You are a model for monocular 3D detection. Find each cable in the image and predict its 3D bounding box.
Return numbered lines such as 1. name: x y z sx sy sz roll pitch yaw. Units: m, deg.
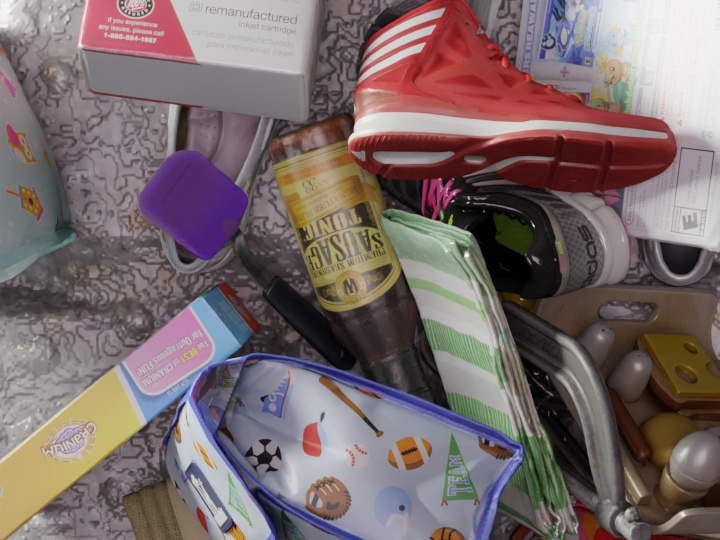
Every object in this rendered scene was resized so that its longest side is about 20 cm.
1. cable: 0.105 0.072 1.680 0.097 0.050 0.200 -37 67 8

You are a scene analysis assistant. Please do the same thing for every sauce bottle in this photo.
1. sauce bottle: 0.000 0.000 1.694 0.066 0.066 0.201 -21 90 3

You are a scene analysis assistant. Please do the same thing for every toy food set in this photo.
1. toy food set: 0.208 0.084 1.621 0.143 0.200 0.061 2 133 -32

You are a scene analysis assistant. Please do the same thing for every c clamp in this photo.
1. c clamp: 0.125 0.110 1.592 0.027 0.200 0.171 -19 115 -14

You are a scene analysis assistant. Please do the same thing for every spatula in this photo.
1. spatula: -0.064 0.000 1.681 0.200 0.021 0.057 47 66 -32

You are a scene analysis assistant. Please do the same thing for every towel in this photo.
1. towel: 0.070 0.063 1.618 0.023 0.153 0.201 -23 103 -14

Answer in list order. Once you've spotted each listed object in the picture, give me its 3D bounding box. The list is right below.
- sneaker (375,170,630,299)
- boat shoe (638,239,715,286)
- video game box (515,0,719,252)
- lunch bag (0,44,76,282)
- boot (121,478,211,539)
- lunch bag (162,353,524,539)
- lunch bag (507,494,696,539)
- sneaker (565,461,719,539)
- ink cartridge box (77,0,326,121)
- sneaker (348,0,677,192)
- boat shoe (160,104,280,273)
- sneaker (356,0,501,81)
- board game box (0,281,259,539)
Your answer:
1. sneaker: 0.072 -0.038 1.645 0.200 0.087 0.074 32 127 33
2. boat shoe: 0.217 -0.089 1.684 0.073 0.065 0.201 0 94 2
3. video game box: 0.177 -0.119 1.643 0.182 0.047 0.201 11 95 40
4. lunch bag: -0.263 -0.069 1.636 0.122 0.200 0.171 -24 93 3
5. boot: -0.052 0.203 1.704 0.155 0.073 0.201 -27 88 -1
6. lunch bag: -0.023 0.130 1.590 0.199 0.170 0.124 25 70 -3
7. lunch bag: 0.171 0.235 1.667 0.199 0.082 0.176 27 121 -3
8. sneaker: 0.204 0.131 1.704 0.199 0.067 0.090 9 75 10
9. ink cartridge box: -0.090 -0.208 1.645 0.145 0.083 0.201 7 72 3
10. sneaker: 0.094 -0.116 1.597 0.199 0.078 0.116 4 66 -5
11. boat shoe: -0.090 -0.097 1.695 0.074 0.065 0.203 15 93 1
12. sneaker: 0.067 -0.183 1.683 0.074 0.087 0.200 34 112 -2
13. board game box: -0.157 0.089 1.665 0.200 0.153 0.040 -39 91 4
